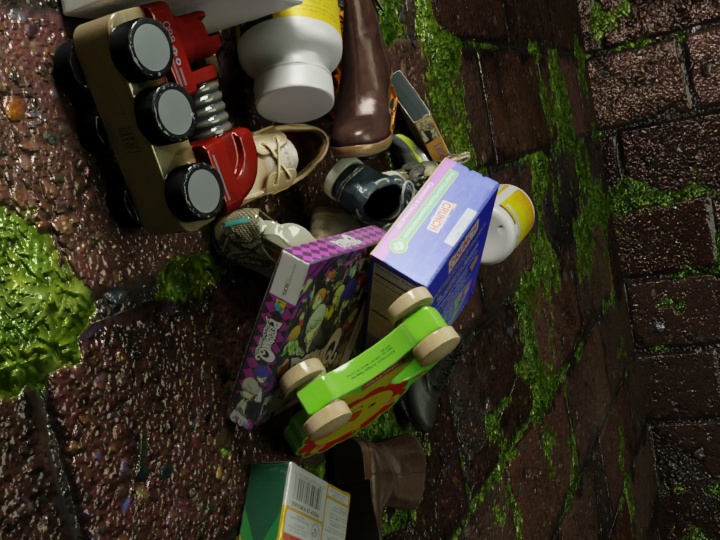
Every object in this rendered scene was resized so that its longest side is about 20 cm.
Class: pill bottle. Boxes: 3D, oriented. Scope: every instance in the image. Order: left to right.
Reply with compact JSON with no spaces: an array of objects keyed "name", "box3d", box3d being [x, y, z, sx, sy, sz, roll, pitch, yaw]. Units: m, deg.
[{"name":"pill bottle","box3d":[-0.076,-0.263,0.870,0.111,0.110,0.202,22,57,-59]},{"name":"pill bottle","box3d":[0.242,-0.087,1.464,0.200,0.108,0.110,-36,115,-60]}]

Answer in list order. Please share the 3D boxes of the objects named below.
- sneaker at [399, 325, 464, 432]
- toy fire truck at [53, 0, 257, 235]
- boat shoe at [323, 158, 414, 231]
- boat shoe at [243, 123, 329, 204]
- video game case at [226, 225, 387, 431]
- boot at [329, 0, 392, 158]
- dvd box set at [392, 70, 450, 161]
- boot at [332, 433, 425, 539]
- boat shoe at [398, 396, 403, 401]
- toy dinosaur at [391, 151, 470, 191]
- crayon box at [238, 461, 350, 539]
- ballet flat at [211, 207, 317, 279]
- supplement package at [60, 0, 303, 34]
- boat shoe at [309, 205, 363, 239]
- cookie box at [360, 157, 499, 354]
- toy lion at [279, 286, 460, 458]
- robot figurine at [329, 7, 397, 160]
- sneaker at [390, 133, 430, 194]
[{"name":"sneaker","box3d":[0.099,0.120,1.150,0.076,0.090,0.202,34,55,-58]},{"name":"toy fire truck","box3d":[-0.150,-0.145,0.730,0.200,0.128,0.178,-40,119,-48]},{"name":"boat shoe","box3d":[0.026,-0.083,0.976,0.062,0.075,0.200,42,6,21]},{"name":"boat shoe","box3d":[-0.094,-0.116,0.858,0.200,0.069,0.074,-45,122,-58]},{"name":"video game case","box3d":[-0.046,0.051,0.849,0.200,0.036,0.183,-19,133,-63]},{"name":"boot","box3d":[-0.006,-0.226,0.918,0.200,0.072,0.168,-73,156,-61]},{"name":"dvd box set","box3d":[0.106,-0.184,1.241,0.201,0.029,0.147,57,6,-41]},{"name":"boot","box3d":[0.032,0.293,1.012,0.200,0.064,0.189,26,62,-64]},{"name":"boat shoe","box3d":[0.047,0.091,1.080,0.075,0.066,0.200,62,33,-33]},{"name":"toy dinosaur","box3d":[0.078,-0.123,1.102,0.198,0.088,0.048,-8,124,-33]},{"name":"crayon box","box3d":[-0.070,0.303,0.811,0.126,0.051,0.202,45,44,-50]},{"name":"ballet flat","box3d":[-0.071,-0.016,0.870,0.200,0.075,0.069,31,50,-57]},{"name":"supplement package","box3d":[-0.157,-0.287,0.725,0.200,0.120,0.121,-21,101,-63]},{"name":"boat shoe","box3d":[0.000,0.000,1.020,0.200,0.071,0.065,39,53,-40]},{"name":"cookie box","box3d":[0.075,0.005,0.940,0.171,0.075,0.201,-51,160,-33]},{"name":"toy lion","box3d":[0.007,0.120,0.852,0.069,0.199,0.192,55,-5,21]},{"name":"robot figurine","box3d":[-0.009,-0.233,1.069,0.200,0.058,0.146,43,49,-51]},{"name":"sneaker","box3d":[0.081,-0.102,1.195,0.074,0.080,0.202,43,23,-78]}]
